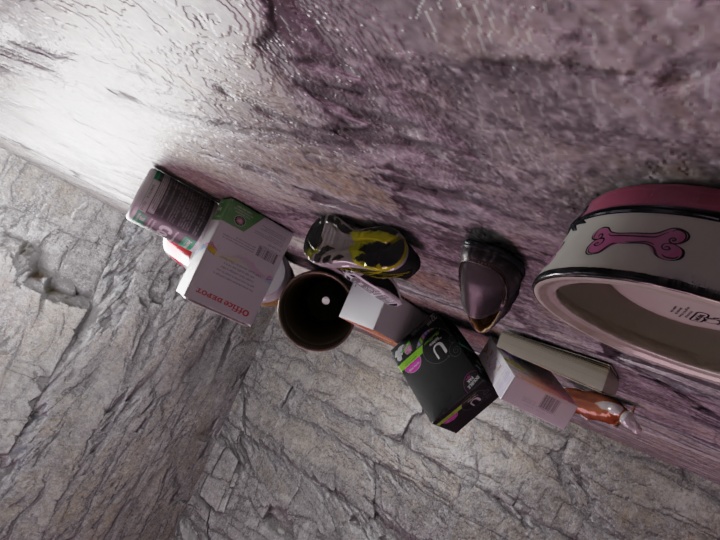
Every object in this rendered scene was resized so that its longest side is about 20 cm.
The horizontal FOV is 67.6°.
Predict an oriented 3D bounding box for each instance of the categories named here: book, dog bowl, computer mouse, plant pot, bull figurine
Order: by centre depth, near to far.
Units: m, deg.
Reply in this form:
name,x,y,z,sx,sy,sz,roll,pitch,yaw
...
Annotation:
name,x,y,z,sx,sy,sz,roll,pitch,yaw
dog bowl,0.225,0.014,0.366,0.197,0.075,0.200,24,170,4
computer mouse,0.000,0.000,1.000,0.198,0.044,0.109,33,165,-14
book,0.368,0.175,1.005,0.198,0.049,0.133,19,173,37
bull figurine,0.568,0.328,1.267,0.198,0.066,0.121,17,165,44
plant pot,-0.103,0.092,1.405,0.197,0.203,0.174,24,-173,1

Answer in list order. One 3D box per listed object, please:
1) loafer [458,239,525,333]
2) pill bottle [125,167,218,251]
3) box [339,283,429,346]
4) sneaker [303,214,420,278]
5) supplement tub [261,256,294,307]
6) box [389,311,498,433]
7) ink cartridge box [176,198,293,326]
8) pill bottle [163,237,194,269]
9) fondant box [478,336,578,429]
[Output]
name,x,y,z,sx,sy,sz,roll,pitch,yaw
loafer,0.148,0.023,0.626,0.072,0.073,0.200,21,169,27
pill bottle,-0.355,-0.109,1.088,0.198,0.115,0.113,29,170,-25
box,0.067,0.115,1.286,0.123,0.099,0.199,15,167,46
sneaker,-0.002,-0.022,0.760,0.198,0.076,0.084,16,169,43
supplement tub,-0.249,0.017,1.422,0.143,0.147,0.200,24,171,1
box,0.187,0.224,1.187,0.124,0.148,0.201,33,-161,-48
ink cartridge box,-0.241,-0.015,1.037,0.144,0.203,0.087,28,170,-29
pill bottle,-0.408,-0.046,1.377,0.198,0.113,0.112,28,175,34
fondant box,0.335,0.223,1.101,0.142,0.059,0.200,26,-168,-7
